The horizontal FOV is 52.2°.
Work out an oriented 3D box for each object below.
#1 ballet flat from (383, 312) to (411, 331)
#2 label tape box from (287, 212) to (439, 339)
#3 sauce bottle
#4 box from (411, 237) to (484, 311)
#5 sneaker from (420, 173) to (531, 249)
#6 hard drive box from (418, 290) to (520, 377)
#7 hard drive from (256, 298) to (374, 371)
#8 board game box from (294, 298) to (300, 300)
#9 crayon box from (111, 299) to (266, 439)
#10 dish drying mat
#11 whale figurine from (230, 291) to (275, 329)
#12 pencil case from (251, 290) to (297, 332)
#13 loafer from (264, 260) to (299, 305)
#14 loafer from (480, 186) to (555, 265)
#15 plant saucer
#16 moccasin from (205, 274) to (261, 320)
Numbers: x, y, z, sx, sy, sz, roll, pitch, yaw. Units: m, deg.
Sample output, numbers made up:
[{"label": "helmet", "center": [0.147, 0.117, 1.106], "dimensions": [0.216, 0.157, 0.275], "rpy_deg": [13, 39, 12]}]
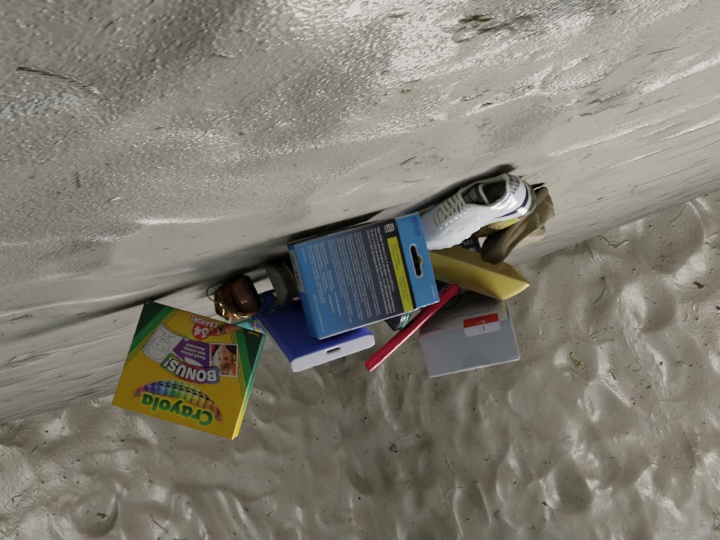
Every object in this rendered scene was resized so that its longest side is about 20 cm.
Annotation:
[{"label": "ballet flat", "center": [0.053, 0.063, 1.251], "dimensions": [0.073, 0.073, 0.200], "rpy_deg": [-19, 178, 5]}, {"label": "label tape box", "center": [0.005, 0.005, 1.105], "dimensions": [0.199, 0.144, 0.066], "rpy_deg": [-16, -173, -18]}, {"label": "sauce bottle", "center": [0.219, -0.093, 1.260], "dimensions": [0.064, 0.065, 0.200], "rpy_deg": [-15, 172, -27]}, {"label": "box", "center": [0.177, 0.023, 1.446], "dimensions": [0.147, 0.201, 0.104], "rpy_deg": [-17, -177, 0]}, {"label": "sneaker", "center": [0.156, -0.095, 1.120], "dimensions": [0.200, 0.077, 0.080], "rpy_deg": [-27, 159, 26]}, {"label": "hard drive box", "center": [0.188, 0.101, 1.284], "dimensions": [0.155, 0.077, 0.200], "rpy_deg": [-13, -166, 10]}, {"label": "hard drive", "center": [-0.076, 0.092, 1.164], "dimensions": [0.131, 0.025, 0.200], "rpy_deg": [-17, -158, -17]}, {"label": "board game box", "center": [-0.067, 0.055, 1.452], "dimensions": [0.103, 0.020, 0.200], "rpy_deg": [-14, -157, -24]}, {"label": "crayon box", "center": [-0.272, 0.158, 1.180], "dimensions": [0.199, 0.173, 0.058], "rpy_deg": [16, 172, 1]}, {"label": "dish drying mat", "center": [0.084, 0.095, 1.218], "dimensions": [0.200, 0.018, 0.077], "rpy_deg": [-41, 178, -6]}, {"label": "whale figurine", "center": [-0.185, 0.105, 1.601], "dimensions": [0.199, 0.104, 0.159], "rpy_deg": [-21, 173, 26]}, {"label": "pencil case", "center": [-0.102, 0.095, 1.315], "dimensions": [0.199, 0.078, 0.087], "rpy_deg": [14, -174, 24]}, {"label": "loafer", "center": [-0.113, 0.011, 1.232], "dimensions": [0.069, 0.075, 0.200], "rpy_deg": [-23, -177, -2]}, {"label": "loafer", "center": [0.287, -0.071, 1.294], "dimensions": [0.200, 0.067, 0.076], "rpy_deg": [-45, -171, -27]}, {"label": "plant saucer", "center": [0.180, -0.005, 1.293], "dimensions": [0.199, 0.049, 0.200], "rpy_deg": [19, -170, -2]}, {"label": "moccasin", "center": [-0.220, 0.051, 1.262], "dimensions": [0.078, 0.074, 0.201], "rpy_deg": [-24, -175, -19]}]
